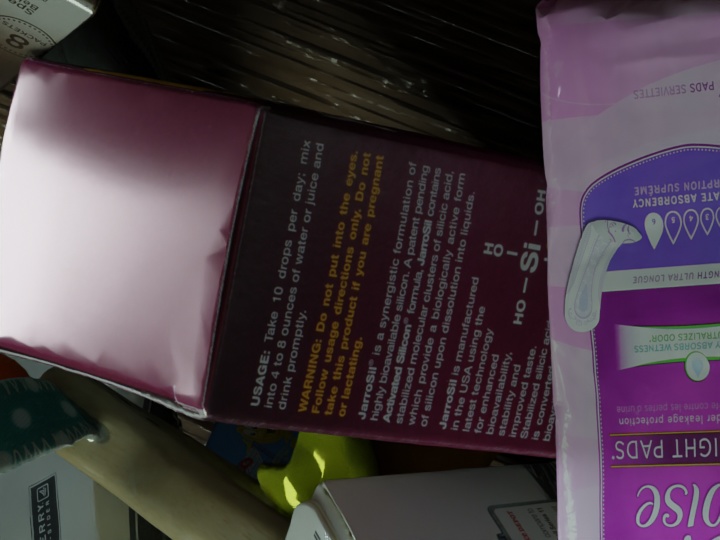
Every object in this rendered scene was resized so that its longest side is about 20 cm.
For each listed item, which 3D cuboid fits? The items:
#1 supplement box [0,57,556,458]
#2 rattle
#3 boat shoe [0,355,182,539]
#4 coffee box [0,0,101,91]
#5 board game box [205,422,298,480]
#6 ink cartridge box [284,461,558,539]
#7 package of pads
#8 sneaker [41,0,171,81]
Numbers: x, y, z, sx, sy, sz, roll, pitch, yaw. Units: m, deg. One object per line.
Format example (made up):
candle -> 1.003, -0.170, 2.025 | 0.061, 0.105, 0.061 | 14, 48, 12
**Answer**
supplement box -> 0.000, 0.000, 0.856 | 0.199, 0.086, 0.110 | 9, -176, -44
rattle -> -0.042, 0.038, 0.986 | 0.200, 0.143, 0.130 | 37, -166, -19
boat shoe -> -0.091, 0.085, 1.083 | 0.072, 0.201, 0.068 | -27, 141, 28
coffee box -> -0.165, -0.135, 0.827 | 0.199, 0.080, 0.113 | 30, 153, -19
board game box -> -0.070, 0.159, 1.196 | 0.056, 0.201, 0.196 | 23, 154, 0
ink cartridge box -> 0.065, 0.139, 0.957 | 0.199, 0.083, 0.147 | -3, 131, -27
package of pads -> 0.112, 0.017, 0.795 | 0.120, 0.201, 0.075 | -4, 177, 43
sneaker -> -0.106, -0.016, 0.953 | 0.115, 0.075, 0.200 | -20, 157, -1
